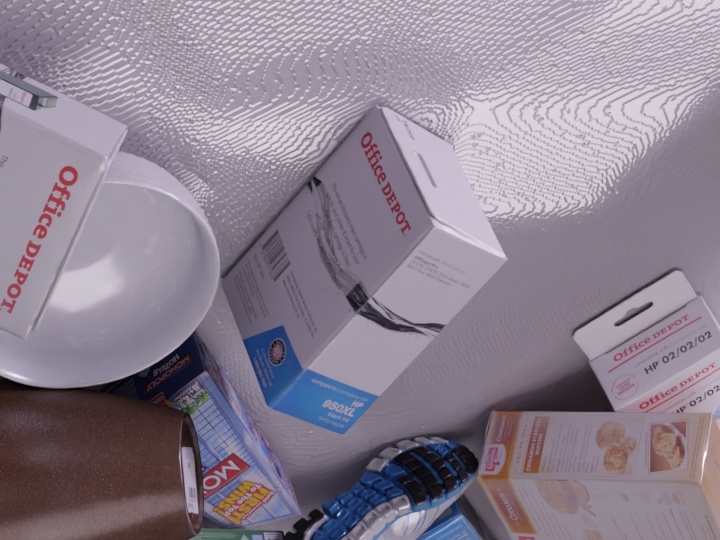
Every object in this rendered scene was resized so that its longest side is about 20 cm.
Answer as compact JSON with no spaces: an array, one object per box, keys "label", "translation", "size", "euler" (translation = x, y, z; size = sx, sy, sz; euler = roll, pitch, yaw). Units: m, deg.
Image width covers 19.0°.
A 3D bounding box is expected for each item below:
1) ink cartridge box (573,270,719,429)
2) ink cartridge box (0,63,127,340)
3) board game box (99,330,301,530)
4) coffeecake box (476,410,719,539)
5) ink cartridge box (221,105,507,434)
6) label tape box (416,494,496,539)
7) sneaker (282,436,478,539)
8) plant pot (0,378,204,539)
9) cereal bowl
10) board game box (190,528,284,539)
[{"label":"ink cartridge box","translation":[0.280,0.102,1.883],"size":[0.115,0.068,0.200],"euler":[-32,133,9]},{"label":"ink cartridge box","translation":[-0.275,-0.066,1.433],"size":[0.199,0.084,0.146],"euler":[26,109,-5]},{"label":"board game box","translation":[-0.151,0.167,1.778],"size":[0.200,0.062,0.200],"euler":[-37,132,13]},{"label":"coffeecake box","translation":[0.221,0.192,1.870],"size":[0.199,0.073,0.154],"euler":[-1,143,24]},{"label":"ink cartridge box","translation":[0.000,0.000,1.628],"size":[0.084,0.145,0.200],"euler":[24,119,-37]},{"label":"label tape box","translation":[0.070,0.297,1.963],"size":[0.143,0.066,0.200],"euler":[-31,127,7]},{"label":"sneaker","translation":[0.019,0.220,1.861],"size":[0.199,0.075,0.087],"euler":[-31,137,-20]},{"label":"plant pot","translation":[-0.223,0.164,1.626],"size":[0.199,0.188,0.188],"euler":[-6,134,5]},{"label":"cereal bowl","translation":[-0.208,-0.012,1.579],"size":[0.199,0.084,0.201],"euler":[-11,134,-12]},{"label":"board game box","translation":[-0.174,0.248,1.793],"size":[0.134,0.029,0.199],"euler":[-27,157,34]}]
